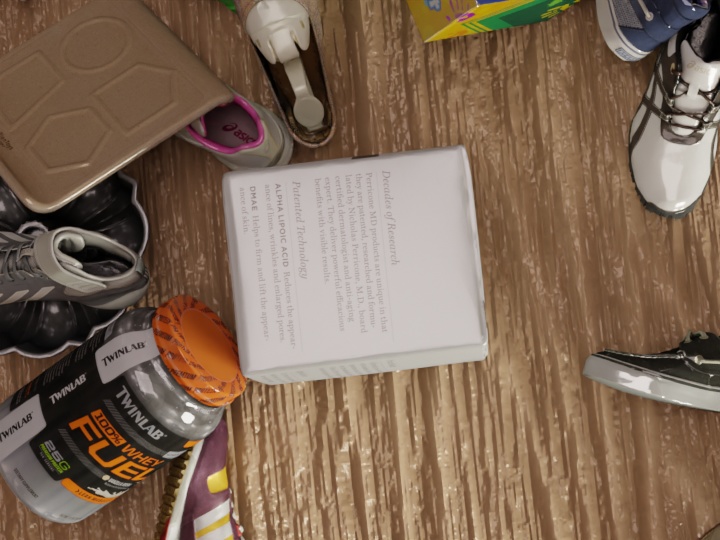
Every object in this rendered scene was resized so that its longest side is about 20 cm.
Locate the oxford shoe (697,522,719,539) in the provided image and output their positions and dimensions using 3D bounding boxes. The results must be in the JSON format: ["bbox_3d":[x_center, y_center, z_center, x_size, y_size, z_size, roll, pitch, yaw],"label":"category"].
[{"bbox_3d":[0.318,0.234,1.479,0.070,0.075,0.201,35,88,6],"label":"oxford shoe"}]

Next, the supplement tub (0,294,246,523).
[{"bbox_3d":[-0.198,0.112,1.478,0.200,0.122,0.123,-35,83,21],"label":"supplement tub"}]

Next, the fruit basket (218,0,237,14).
[{"bbox_3d":[-0.055,-0.328,1.548,0.215,0.155,0.217,4,83,-39],"label":"fruit basket"}]

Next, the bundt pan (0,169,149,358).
[{"bbox_3d":[-0.273,-0.022,1.546,0.200,0.076,0.204,0,84,5],"label":"bundt pan"}]

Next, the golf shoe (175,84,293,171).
[{"bbox_3d":[-0.149,-0.149,1.543,0.199,0.092,0.076,27,88,8],"label":"golf shoe"}]

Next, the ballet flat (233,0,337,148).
[{"bbox_3d":[-0.057,-0.182,1.491,0.068,0.201,0.067,-19,43,6],"label":"ballet flat"}]

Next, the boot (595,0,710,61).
[{"bbox_3d":[0.237,-0.283,1.508,0.090,0.072,0.201,-29,67,43],"label":"boot"}]

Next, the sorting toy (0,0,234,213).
[{"bbox_3d":[-0.230,-0.142,1.501,0.199,0.037,0.185,-31,52,-18],"label":"sorting toy"}]

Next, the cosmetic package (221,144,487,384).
[{"bbox_3d":[0.000,0.000,1.480,0.198,0.165,0.166,-7,84,3],"label":"cosmetic package"}]

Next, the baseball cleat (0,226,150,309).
[{"bbox_3d":[-0.272,-0.011,1.454,0.198,0.107,0.070,0,71,-1],"label":"baseball cleat"}]

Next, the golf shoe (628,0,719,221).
[{"bbox_3d":[0.272,-0.145,1.511,0.077,0.094,0.202,9,87,4],"label":"golf shoe"}]

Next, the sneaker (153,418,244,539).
[{"bbox_3d":[-0.126,0.224,1.522,0.089,0.075,0.201,14,85,-13],"label":"sneaker"}]

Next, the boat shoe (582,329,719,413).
[{"bbox_3d":[0.286,0.084,1.503,0.198,0.071,0.064,11,86,-3],"label":"boat shoe"}]

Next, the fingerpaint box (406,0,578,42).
[{"bbox_3d":[0.090,-0.303,1.504,0.073,0.166,0.201,-29,81,45],"label":"fingerpaint box"}]
